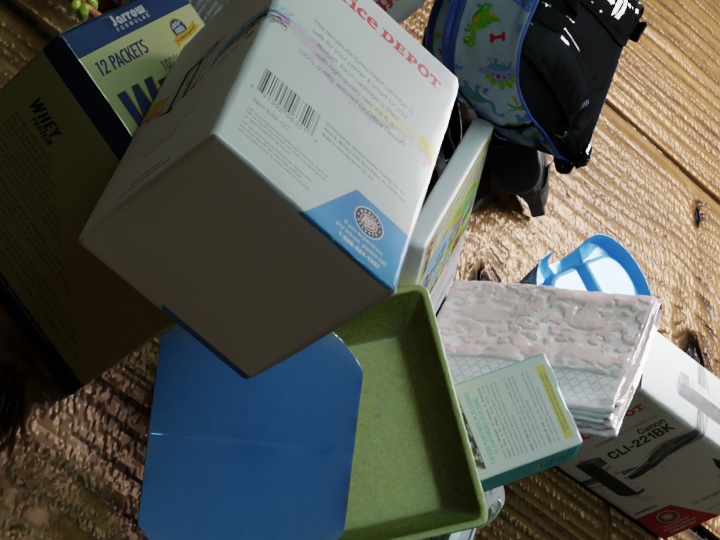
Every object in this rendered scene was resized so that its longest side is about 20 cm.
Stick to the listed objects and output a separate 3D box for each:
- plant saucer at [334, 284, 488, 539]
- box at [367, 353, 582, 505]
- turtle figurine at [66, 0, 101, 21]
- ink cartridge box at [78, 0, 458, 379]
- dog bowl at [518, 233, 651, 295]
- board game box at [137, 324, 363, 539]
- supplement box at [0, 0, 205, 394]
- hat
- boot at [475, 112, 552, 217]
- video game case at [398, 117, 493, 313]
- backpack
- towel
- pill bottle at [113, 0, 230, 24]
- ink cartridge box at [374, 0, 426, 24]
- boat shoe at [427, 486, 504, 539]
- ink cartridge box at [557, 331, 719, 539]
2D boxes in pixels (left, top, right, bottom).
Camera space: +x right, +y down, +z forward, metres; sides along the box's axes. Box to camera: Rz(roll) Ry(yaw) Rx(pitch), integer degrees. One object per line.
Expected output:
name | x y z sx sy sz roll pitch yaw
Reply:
plant saucer | -0.022 0.127 1.267 0.198 0.048 0.202 -11 68 -9
box | 0.070 0.142 1.318 0.198 0.049 0.083 -18 69 -9
turtle figurine | -0.243 -0.281 1.316 0.159 0.064 0.202 4 72 -10
ink cartridge box | -0.051 -0.070 1.030 0.147 0.144 0.201 40 43 -20
dog bowl | 0.221 0.033 1.657 0.199 0.049 0.112 -20 80 -52
board game box | -0.083 0.123 1.201 0.156 0.039 0.202 8 88 -21
supplement box | -0.171 -0.058 1.171 0.201 0.199 0.134 54 38 -3
hat | 0.058 -0.136 1.559 0.200 0.080 0.203 -9 90 -70
boot | 0.154 -0.155 1.642 0.174 0.068 0.203 -4 89 -78
video game case | 0.060 -0.008 1.421 0.023 0.183 0.200 20 40 10
backpack | 0.144 -0.213 1.454 0.185 0.146 0.200 -66 152 -7
towel | 0.151 0.070 1.450 0.191 0.198 0.033 -57 147 -52
pill bottle | -0.103 -0.214 1.389 0.199 0.114 0.114 39 40 0
ink cartridge box | -0.044 -0.290 1.455 0.200 0.145 0.083 44 37 -16
boat shoe | 0.094 0.184 1.394 0.067 0.073 0.201 39 41 -21
ink cartridge box | 0.276 0.154 1.554 0.199 0.144 0.084 35 43 -25
